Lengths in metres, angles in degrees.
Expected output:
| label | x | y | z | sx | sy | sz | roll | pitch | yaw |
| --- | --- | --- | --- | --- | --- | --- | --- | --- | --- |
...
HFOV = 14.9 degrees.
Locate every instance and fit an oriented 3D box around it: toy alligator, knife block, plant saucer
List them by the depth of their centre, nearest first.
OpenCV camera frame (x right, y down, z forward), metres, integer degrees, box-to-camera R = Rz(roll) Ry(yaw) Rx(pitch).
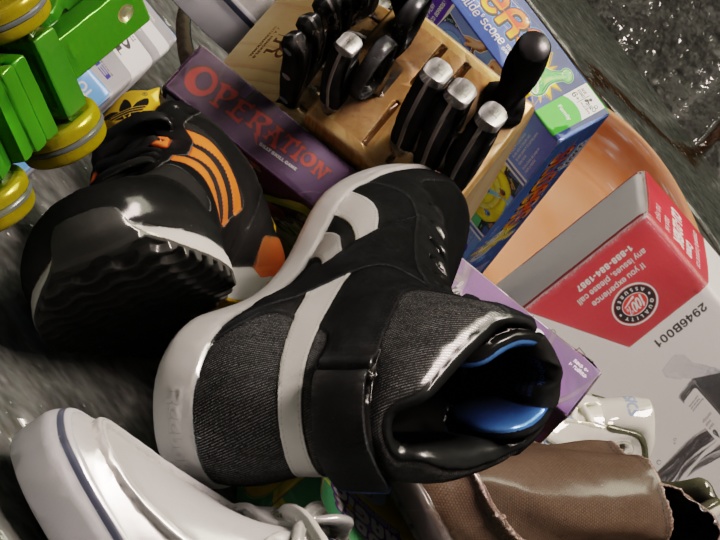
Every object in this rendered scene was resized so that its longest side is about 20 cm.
| label | x | y | z | sx | sy | sz | roll | pitch | yaw |
| --- | --- | --- | --- | --- | --- | --- | --- | --- | --- |
| toy alligator | -0.113 | -0.069 | 0.912 | 0.200 | 0.054 | 0.059 | -50 | 128 | -41 |
| knife block | 0.029 | -0.045 | 1.079 | 0.175 | 0.064 | 0.200 | 21 | -26 | 46 |
| plant saucer | 0.111 | 0.005 | 1.450 | 0.200 | 0.037 | 0.201 | 18 | 62 | -39 |

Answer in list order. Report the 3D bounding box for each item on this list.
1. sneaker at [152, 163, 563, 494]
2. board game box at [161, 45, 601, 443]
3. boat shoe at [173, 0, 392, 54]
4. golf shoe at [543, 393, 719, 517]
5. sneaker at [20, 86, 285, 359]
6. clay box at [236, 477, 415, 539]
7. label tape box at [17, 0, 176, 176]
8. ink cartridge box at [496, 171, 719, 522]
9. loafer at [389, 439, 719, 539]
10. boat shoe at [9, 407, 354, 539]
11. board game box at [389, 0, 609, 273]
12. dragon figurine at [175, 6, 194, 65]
| label | x | y | z | sx | sy | sz | roll | pitch | yaw |
| --- | --- | --- | --- | --- | --- | --- | --- | --- | --- |
| sneaker | 0.024 | 0.023 | 0.918 | 0.200 | 0.112 | 0.073 | -44 | 132 | -55 |
| board game box | 0.000 | 0.000 | 1.098 | 0.200 | 0.032 | 0.120 | 39 | -22 | 3 |
| boat shoe | -0.014 | -0.118 | 1.177 | 0.202 | 0.086 | 0.075 | 42 | 16 | -45 |
| golf shoe | 0.080 | 0.073 | 1.228 | 0.200 | 0.097 | 0.078 | 42 | 17 | -29 |
| sneaker | -0.078 | -0.023 | 0.957 | 0.200 | 0.070 | 0.090 | 26 | 44 | -76 |
| clay box | 0.006 | 0.090 | 1.026 | 0.115 | 0.048 | 0.200 | 46 | 14 | -17 |
| label tape box | -0.149 | -0.104 | 0.992 | 0.143 | 0.066 | 0.200 | 50 | 11 | -6 |
| ink cartridge box | 0.145 | 0.078 | 1.329 | 0.200 | 0.144 | 0.084 | 48 | 14 | -11 |
| loafer | 0.071 | 0.083 | 0.997 | 0.200 | 0.071 | 0.073 | 26 | 28 | -57 |
| boat shoe | -0.022 | 0.102 | 0.851 | 0.200 | 0.065 | 0.074 | 45 | 15 | -26 |
| board game box | 0.027 | -0.069 | 1.285 | 0.136 | 0.034 | 0.200 | 54 | -32 | 11 |
| dragon figurine | -0.027 | -0.037 | 1.245 | 0.200 | 0.059 | 0.099 | 51 | 12 | -1 |
